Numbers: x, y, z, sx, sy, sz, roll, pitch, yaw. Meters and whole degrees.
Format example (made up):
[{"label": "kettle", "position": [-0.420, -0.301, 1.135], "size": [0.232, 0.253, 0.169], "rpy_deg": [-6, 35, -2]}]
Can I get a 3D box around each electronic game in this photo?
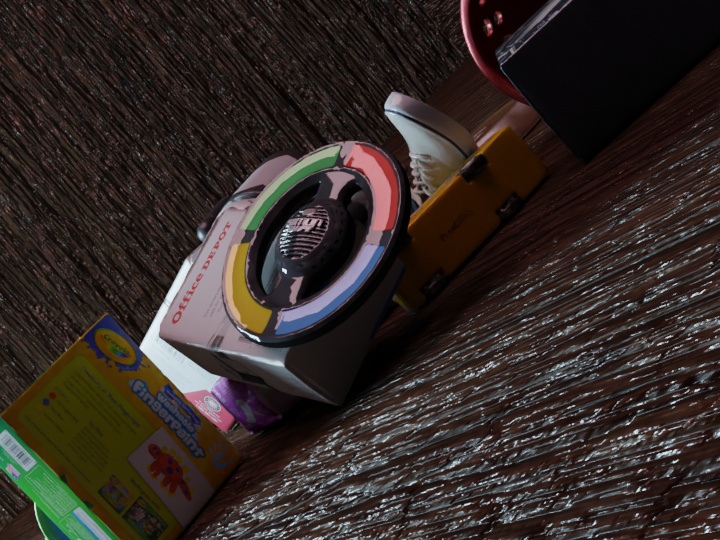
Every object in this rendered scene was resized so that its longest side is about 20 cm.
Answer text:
[{"label": "electronic game", "position": [-0.040, -0.025, 1.184], "size": [0.198, 0.042, 0.202], "rpy_deg": [-25, 45, 27]}]

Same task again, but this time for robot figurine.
[{"label": "robot figurine", "position": [-0.083, -0.053, 1.496], "size": [0.150, 0.125, 0.200], "rpy_deg": [-38, 11, 39]}]

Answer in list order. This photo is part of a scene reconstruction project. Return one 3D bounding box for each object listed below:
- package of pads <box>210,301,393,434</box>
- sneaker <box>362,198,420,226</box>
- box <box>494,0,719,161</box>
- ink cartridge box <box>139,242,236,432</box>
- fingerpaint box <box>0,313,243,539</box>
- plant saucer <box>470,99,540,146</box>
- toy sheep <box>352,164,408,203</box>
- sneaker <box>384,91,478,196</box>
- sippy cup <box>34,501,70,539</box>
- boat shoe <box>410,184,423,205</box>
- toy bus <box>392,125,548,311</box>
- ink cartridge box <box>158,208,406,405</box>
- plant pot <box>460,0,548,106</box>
[{"label": "package of pads", "position": [-0.057, 0.072, 1.426], "size": [0.200, 0.076, 0.120], "rpy_deg": [-46, 3, -25]}, {"label": "sneaker", "position": [0.000, 0.000, 1.552], "size": [0.201, 0.073, 0.082], "rpy_deg": [-57, 38, 13]}, {"label": "box", "position": [0.238, -0.223, 1.308], "size": [0.200, 0.124, 0.197], "rpy_deg": [-42, 8, 11]}, {"label": "ink cartridge box", "position": [-0.154, 0.068, 1.583], "size": [0.083, 0.145, 0.201], "rpy_deg": [-47, -6, -45]}, {"label": "fingerpaint box", "position": [-0.239, 0.173, 1.339], "size": [0.073, 0.200, 0.167], "rpy_deg": [-37, 9, 46]}, {"label": "plant saucer", "position": [0.161, -0.162, 1.802], "size": [0.200, 0.037, 0.200], "rpy_deg": [-43, 5, 5]}, {"label": "toy sheep", "position": [0.000, -0.103, 2.008], "size": [0.138, 0.138, 0.200], "rpy_deg": [-40, -10, 22]}, {"label": "sneaker", "position": [0.081, -0.106, 1.402], "size": [0.073, 0.200, 0.071], "rpy_deg": [23, 79, 43]}, {"label": "sippy cup", "position": [-0.268, 0.240, 1.471], "size": [0.176, 0.141, 0.130], "rpy_deg": [-18, -7, -5]}, {"label": "boat shoe", "position": [0.050, -0.060, 1.674], "size": [0.072, 0.061, 0.202], "rpy_deg": [-28, 27, 8]}, {"label": "toy bus", "position": [0.091, -0.049, 1.336], "size": [0.200, 0.065, 0.078], "rpy_deg": [-45, 6, -14]}, {"label": "ink cartridge box", "position": [-0.075, 0.028, 1.276], "size": [0.199, 0.086, 0.148], "rpy_deg": [7, 64, 50]}, {"label": "plant pot", "position": [0.233, -0.300, 1.516], "size": [0.200, 0.201, 0.182], "rpy_deg": [-38, 3, 42]}]
